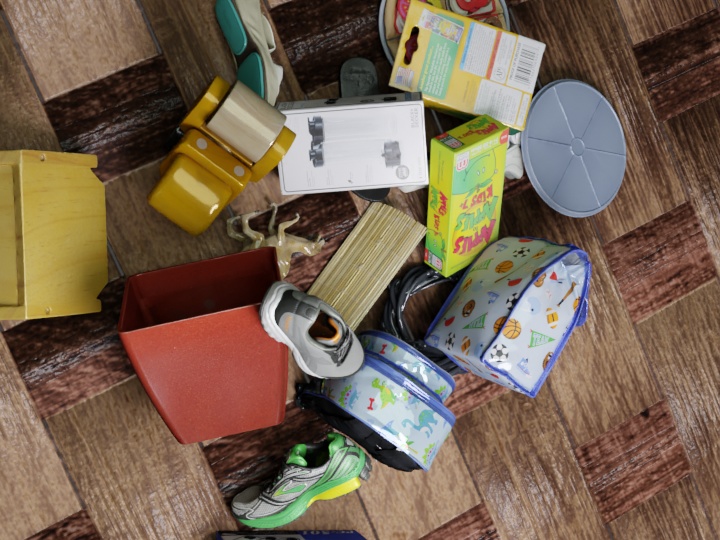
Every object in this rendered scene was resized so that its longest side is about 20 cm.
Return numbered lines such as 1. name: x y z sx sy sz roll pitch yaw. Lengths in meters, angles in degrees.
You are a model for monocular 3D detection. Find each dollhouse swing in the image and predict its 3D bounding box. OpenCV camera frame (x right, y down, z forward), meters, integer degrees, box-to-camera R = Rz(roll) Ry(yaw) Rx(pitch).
1. dollhouse swing: -0.446 -0.042 1.422 0.181 0.174 0.202 -4 92 -59

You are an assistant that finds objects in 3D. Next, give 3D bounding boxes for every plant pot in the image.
1. plant pot: -0.182 0.100 1.417 0.198 0.200 0.178 -11 110 -4

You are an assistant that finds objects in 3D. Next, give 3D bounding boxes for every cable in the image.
1. cable: 0.120 0.070 1.597 0.198 0.051 0.165 -15 99 -21

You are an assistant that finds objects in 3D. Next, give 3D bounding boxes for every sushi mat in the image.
1. sushi mat: 0.000 0.000 1.543 0.201 0.095 0.012 -53 148 -10

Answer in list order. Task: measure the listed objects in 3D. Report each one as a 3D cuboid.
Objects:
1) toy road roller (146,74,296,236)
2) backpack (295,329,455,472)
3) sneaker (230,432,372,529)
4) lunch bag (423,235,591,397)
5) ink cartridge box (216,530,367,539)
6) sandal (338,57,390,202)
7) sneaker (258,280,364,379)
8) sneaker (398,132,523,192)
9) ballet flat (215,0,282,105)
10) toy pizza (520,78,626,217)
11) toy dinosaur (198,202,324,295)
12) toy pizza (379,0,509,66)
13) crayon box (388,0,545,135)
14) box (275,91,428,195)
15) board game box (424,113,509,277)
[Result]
1. toy road roller: -0.185 -0.133 1.419 0.122 0.200 0.147 35 59 -15
2. backpack: 0.035 0.168 1.487 0.182 0.200 0.148 36 80 -13
3. sneaker: -0.088 0.268 1.483 0.199 0.078 0.085 -30 119 12
4. lunch bag: 0.207 0.049 1.512 0.123 0.170 0.201 35 81 -27
5. ink cartridge box: -0.087 0.377 1.505 0.198 0.094 0.045 4 89 -18
6. sandal: 0.005 -0.194 1.555 0.074 0.045 0.202 -7 92 -17
7. sneaker: -0.042 0.082 1.323 0.200 0.079 0.075 44 67 -54
8. sneaker: 0.145 -0.140 1.590 0.198 0.075 0.082 -20 105 -16
9. ballet flat: -0.135 -0.279 1.486 0.069 0.070 0.202 -11 76 -17
10. toy pizza: 0.307 -0.177 1.647 0.198 0.032 0.203 3 85 -31
11. toy dinosaur: -0.139 -0.027 1.505 0.198 0.058 0.102 -22 98 -16
12. toy pizza: 0.123 -0.346 1.592 0.198 0.032 0.203 0 90 -18
13. crayon box: 0.140 -0.276 1.540 0.198 0.052 0.127 16 85 -12
14. box: -0.012 -0.169 1.494 0.198 0.060 0.118 -5 111 3
15. board game box: 0.142 -0.100 1.529 0.101 0.048 0.202 -28 136 -31
